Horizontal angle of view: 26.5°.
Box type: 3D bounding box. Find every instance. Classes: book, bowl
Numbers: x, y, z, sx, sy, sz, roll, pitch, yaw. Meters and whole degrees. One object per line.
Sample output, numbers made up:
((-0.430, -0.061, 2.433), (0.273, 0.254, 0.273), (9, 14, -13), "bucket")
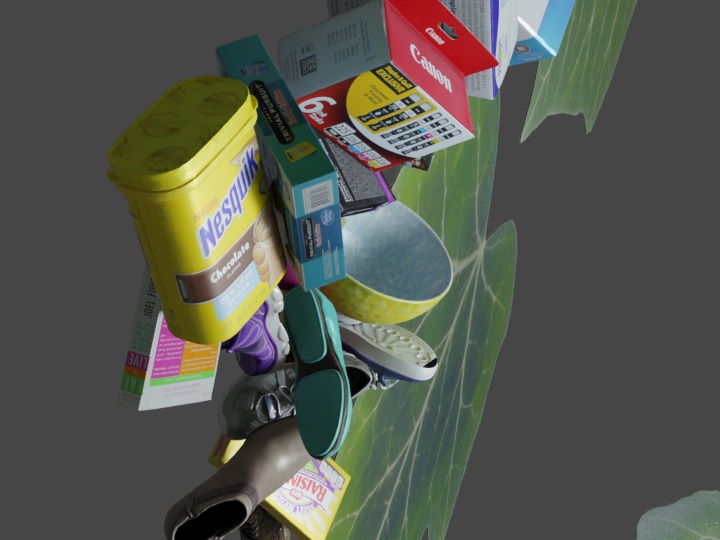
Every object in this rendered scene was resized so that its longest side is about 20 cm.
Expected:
((-0.173, 0.031, 1.486), (0.134, 0.048, 0.200), (-4, 108, -70), "book")
((0.000, 0.000, 1.849), (0.108, 0.200, 0.200), (-55, 178, 35), "bowl")

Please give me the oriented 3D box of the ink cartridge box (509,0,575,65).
((0.147, -0.365, 1.873), (0.200, 0.147, 0.146), (36, 64, -36), "ink cartridge box")

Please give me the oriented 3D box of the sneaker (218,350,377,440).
((-0.072, 0.138, 1.754), (0.200, 0.082, 0.075), (-24, 104, -30), "sneaker")

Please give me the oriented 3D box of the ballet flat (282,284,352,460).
((-0.039, 0.113, 1.696), (0.070, 0.067, 0.201), (27, 50, -62), "ballet flat")

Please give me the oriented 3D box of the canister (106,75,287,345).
((-0.139, -0.051, 1.371), (0.149, 0.086, 0.200), (-53, 144, -39), "canister")

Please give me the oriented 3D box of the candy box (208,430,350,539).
((-0.093, 0.236, 1.814), (0.200, 0.026, 0.102), (46, 57, -34), "candy box")

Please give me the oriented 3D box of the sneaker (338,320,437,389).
((-0.004, 0.136, 1.887), (0.081, 0.200, 0.147), (-27, 134, -55), "sneaker")

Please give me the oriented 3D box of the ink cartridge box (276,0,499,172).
((0.038, -0.201, 1.629), (0.200, 0.175, 0.084), (31, 46, -54), "ink cartridge box")

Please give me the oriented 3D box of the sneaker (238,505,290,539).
((-0.133, 0.293, 1.870), (0.075, 0.070, 0.200), (-24, 124, -49), "sneaker")

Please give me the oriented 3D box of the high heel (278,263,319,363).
((-0.085, 0.056, 1.762), (0.200, 0.067, 0.096), (84, 16, -61), "high heel")

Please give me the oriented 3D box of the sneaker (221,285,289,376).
((-0.132, 0.060, 1.644), (0.083, 0.081, 0.200), (-36, 155, -17), "sneaker")

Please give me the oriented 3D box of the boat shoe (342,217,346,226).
((-0.081, -0.086, 1.672), (0.201, 0.074, 0.063), (22, 44, -64), "boat shoe")

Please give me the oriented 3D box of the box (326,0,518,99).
((0.070, -0.307, 1.716), (0.184, 0.200, 0.105), (81, 27, -56), "box")

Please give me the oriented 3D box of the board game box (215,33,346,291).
((-0.077, -0.103, 1.458), (0.047, 0.200, 0.151), (-20, 142, -13), "board game box")

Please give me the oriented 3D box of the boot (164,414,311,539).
((-0.124, 0.235, 1.654), (0.200, 0.070, 0.146), (-37, -174, 6), "boot")

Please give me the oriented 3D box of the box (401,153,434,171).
((0.082, -0.222, 1.986), (0.200, 0.038, 0.137), (-98, -156, -70), "box")

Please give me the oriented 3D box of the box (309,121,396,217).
((-0.033, -0.128, 1.688), (0.143, 0.036, 0.200), (63, 17, 4), "box")
